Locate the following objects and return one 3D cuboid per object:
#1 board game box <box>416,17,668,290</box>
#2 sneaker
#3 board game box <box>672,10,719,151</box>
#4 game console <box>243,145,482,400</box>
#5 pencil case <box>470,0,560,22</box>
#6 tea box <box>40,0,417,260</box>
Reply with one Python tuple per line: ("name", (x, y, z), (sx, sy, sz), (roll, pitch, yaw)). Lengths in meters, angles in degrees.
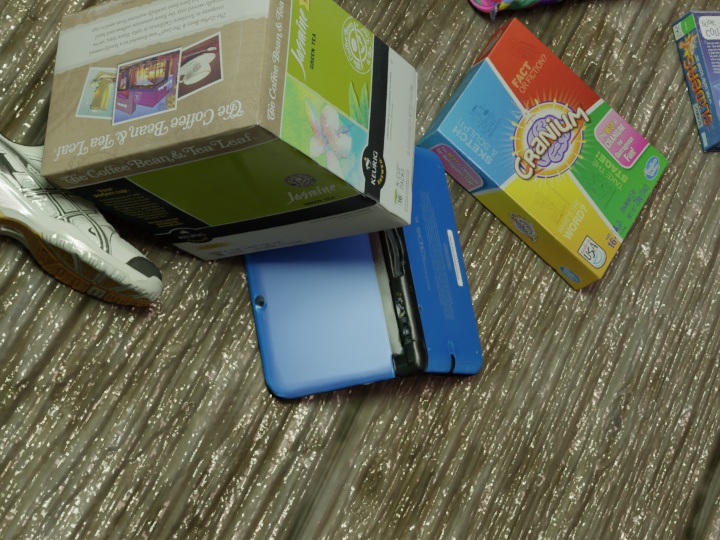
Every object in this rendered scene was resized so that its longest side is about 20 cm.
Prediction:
("board game box", (0.167, -0.105, 1.373), (0.200, 0.040, 0.154), (40, 61, -10))
("sneaker", (-0.224, -0.051, 1.140), (0.199, 0.076, 0.088), (33, 63, -15))
("board game box", (0.413, -0.192, 1.526), (0.198, 0.034, 0.137), (-4, 76, -28))
("game console", (0.000, 0.000, 1.271), (0.170, 0.117, 0.202), (8, 68, -57))
("pencil case", (0.186, -0.288, 1.415), (0.198, 0.088, 0.089), (-15, 81, -30))
("tea box", (-0.092, -0.110, 1.116), (0.196, 0.198, 0.135), (29, 58, -52))
